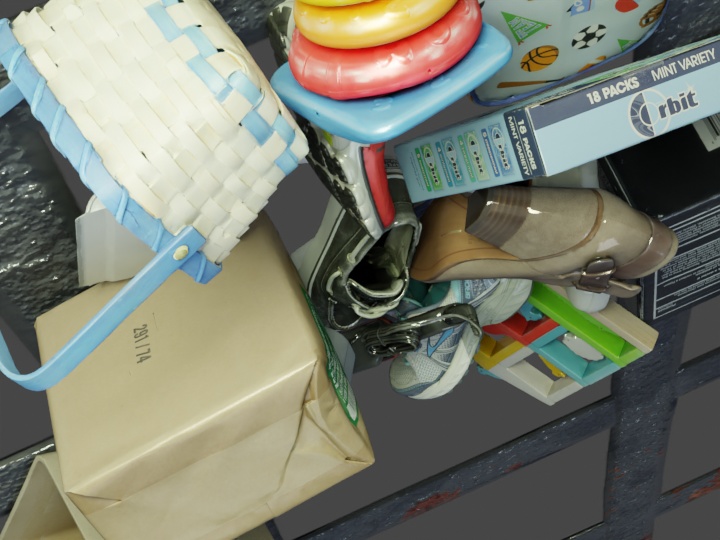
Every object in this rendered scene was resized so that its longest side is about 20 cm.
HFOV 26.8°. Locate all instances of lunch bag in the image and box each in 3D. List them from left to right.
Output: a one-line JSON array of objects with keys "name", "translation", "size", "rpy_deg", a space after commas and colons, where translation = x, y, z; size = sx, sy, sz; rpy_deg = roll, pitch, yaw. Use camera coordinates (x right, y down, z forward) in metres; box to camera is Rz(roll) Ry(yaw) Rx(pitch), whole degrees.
[{"name": "lunch bag", "translation": [0.109, -0.186, 0.898], "size": [0.159, 0.076, 0.200], "rpy_deg": [-21, 154, -3]}]

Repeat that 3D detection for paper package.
[{"name": "paper package", "translation": [-0.110, 0.076, 1.018], "size": [0.189, 0.201, 0.104], "rpy_deg": [-29, 126, 2]}]

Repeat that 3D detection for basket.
[{"name": "basket", "translation": [-0.138, -0.055, 0.805], "size": [0.199, 0.177, 0.139], "rpy_deg": [-36, 149, 1]}]

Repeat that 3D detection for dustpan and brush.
[{"name": "dustpan and brush", "translation": [-0.094, -0.053, 0.997], "size": [0.198, 0.058, 0.140], "rpy_deg": [-11, 163, -13]}]

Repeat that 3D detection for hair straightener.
[{"name": "hair straightener", "translation": [0.016, 0.061, 1.164], "size": [0.077, 0.041, 0.199], "rpy_deg": [-21, -175, -42]}]

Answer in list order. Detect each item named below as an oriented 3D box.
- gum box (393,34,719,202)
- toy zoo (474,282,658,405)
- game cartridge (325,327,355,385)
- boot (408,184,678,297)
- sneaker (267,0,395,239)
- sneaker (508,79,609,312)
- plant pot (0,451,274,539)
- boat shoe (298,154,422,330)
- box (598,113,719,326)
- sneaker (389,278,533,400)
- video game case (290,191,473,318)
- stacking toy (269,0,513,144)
[{"name": "gum box", "translation": [0.135, -0.095, 0.950], "size": [0.168, 0.045, 0.200], "rpy_deg": [-21, -175, -20]}, {"name": "toy zoo", "translation": [0.148, 0.056, 1.296], "size": [0.021, 0.131, 0.200], "rpy_deg": [-61, -169, -30]}, {"name": "game cartridge", "translation": [-0.102, 0.106, 1.097], "size": [0.198, 0.134, 0.042], "rpy_deg": [-15, 133, 22]}, {"name": "boot", "translation": [0.126, -0.013, 1.075], "size": [0.145, 0.071, 0.200], "rpy_deg": [15, 167, -15]}, {"name": "sneaker", "translation": [0.007, -0.099, 0.943], "size": [0.084, 0.077, 0.201], "rpy_deg": [-31, 143, -14]}, {"name": "sneaker", "translation": [0.138, -0.046, 1.140], "size": [0.084, 0.073, 0.202], "rpy_deg": [-19, 125, -4]}, {"name": "plant pot", "translation": [-0.187, 0.263, 1.338], "size": [0.176, 0.201, 0.201], "rpy_deg": [-18, 155, -38]}, {"name": "boat shoe", "translation": [0.000, 0.000, 1.108], "size": [0.070, 0.064, 0.201], "rpy_deg": [-15, 152, -18]}, {"name": "box", "translation": [0.281, -0.076, 1.185], "size": [0.198, 0.124, 0.199], "rpy_deg": [-23, 153, -1]}, {"name": "sneaker", "translation": [0.058, 0.031, 1.228], "size": [0.085, 0.078, 0.201], "rpy_deg": [10, 138, -22]}, {"name": "video game case", "translation": [0.050, -0.019, 1.208], "size": [0.143, 0.018, 0.200], "rpy_deg": [-34, 152, 17]}, {"name": "stacking toy", "translation": [-0.004, -0.178, 0.772], "size": [0.109, 0.116, 0.202], "rpy_deg": [-35, 127, -22]}]
